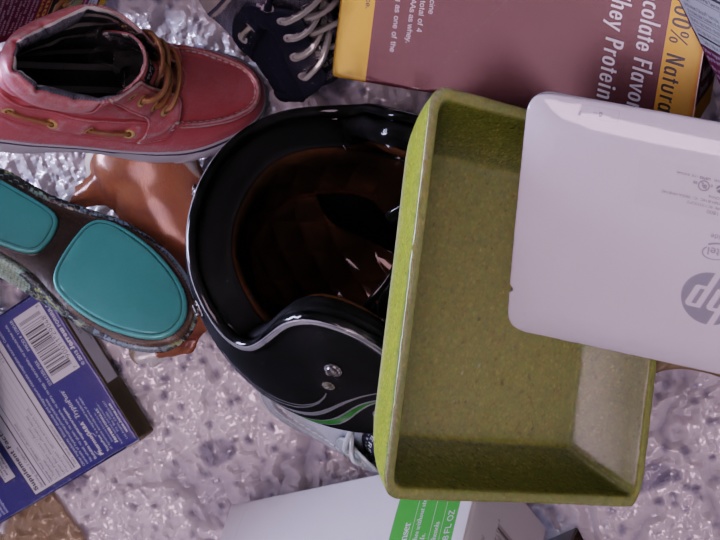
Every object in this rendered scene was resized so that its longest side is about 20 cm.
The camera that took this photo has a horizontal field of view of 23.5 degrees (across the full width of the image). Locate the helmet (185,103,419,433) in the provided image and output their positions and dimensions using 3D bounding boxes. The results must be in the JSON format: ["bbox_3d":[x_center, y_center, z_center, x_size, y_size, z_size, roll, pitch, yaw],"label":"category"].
[{"bbox_3d":[0.000,0.000,1.001,0.190,0.199,0.202,3,107,48],"label":"helmet"}]

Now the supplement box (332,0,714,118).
[{"bbox_3d":[0.107,-0.195,0.953,0.198,0.133,0.199,11,106,13],"label":"supplement box"}]

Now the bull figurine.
[{"bbox_3d":[-0.134,-0.040,1.098,0.121,0.065,0.201,-34,87,28],"label":"bull figurine"}]

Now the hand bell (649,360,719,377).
[{"bbox_3d":[0.267,0.059,1.010,0.199,0.104,0.105,28,110,-6],"label":"hand bell"}]

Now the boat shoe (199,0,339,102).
[{"bbox_3d":[-0.031,-0.153,0.986,0.075,0.200,0.093,-39,98,-11],"label":"boat shoe"}]

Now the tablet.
[{"bbox_3d":[0.170,-0.008,0.819,0.198,0.014,0.131,13,120,17],"label":"tablet"}]

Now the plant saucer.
[{"bbox_3d":[0.081,0.019,0.914,0.048,0.199,0.202,6,88,48],"label":"plant saucer"}]

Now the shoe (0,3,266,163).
[{"bbox_3d":[-0.129,-0.107,1.006,0.091,0.199,0.072,-24,74,56],"label":"shoe"}]

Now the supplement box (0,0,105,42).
[{"bbox_3d":[-0.209,-0.215,1.002,0.103,0.200,0.132,29,109,7],"label":"supplement box"}]

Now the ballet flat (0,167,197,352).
[{"bbox_3d":[-0.177,-0.004,1.062,0.199,0.074,0.075,32,110,19],"label":"ballet flat"}]

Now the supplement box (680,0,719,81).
[{"bbox_3d":[0.248,-0.108,0.841,0.130,0.103,0.201,-33,114,-1],"label":"supplement box"}]

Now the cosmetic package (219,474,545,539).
[{"bbox_3d":[0.004,0.192,1.059,0.199,0.108,0.085,-16,130,32],"label":"cosmetic package"}]

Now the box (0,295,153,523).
[{"bbox_3d":[-0.252,0.107,1.184,0.199,0.032,0.122,-31,93,19],"label":"box"}]

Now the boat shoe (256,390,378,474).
[{"bbox_3d":[0.024,0.095,1.081,0.199,0.072,0.071,16,107,11],"label":"boat shoe"}]

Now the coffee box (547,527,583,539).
[{"bbox_3d":[0.073,0.262,1.105,0.199,0.080,0.114,-28,95,20],"label":"coffee box"}]
